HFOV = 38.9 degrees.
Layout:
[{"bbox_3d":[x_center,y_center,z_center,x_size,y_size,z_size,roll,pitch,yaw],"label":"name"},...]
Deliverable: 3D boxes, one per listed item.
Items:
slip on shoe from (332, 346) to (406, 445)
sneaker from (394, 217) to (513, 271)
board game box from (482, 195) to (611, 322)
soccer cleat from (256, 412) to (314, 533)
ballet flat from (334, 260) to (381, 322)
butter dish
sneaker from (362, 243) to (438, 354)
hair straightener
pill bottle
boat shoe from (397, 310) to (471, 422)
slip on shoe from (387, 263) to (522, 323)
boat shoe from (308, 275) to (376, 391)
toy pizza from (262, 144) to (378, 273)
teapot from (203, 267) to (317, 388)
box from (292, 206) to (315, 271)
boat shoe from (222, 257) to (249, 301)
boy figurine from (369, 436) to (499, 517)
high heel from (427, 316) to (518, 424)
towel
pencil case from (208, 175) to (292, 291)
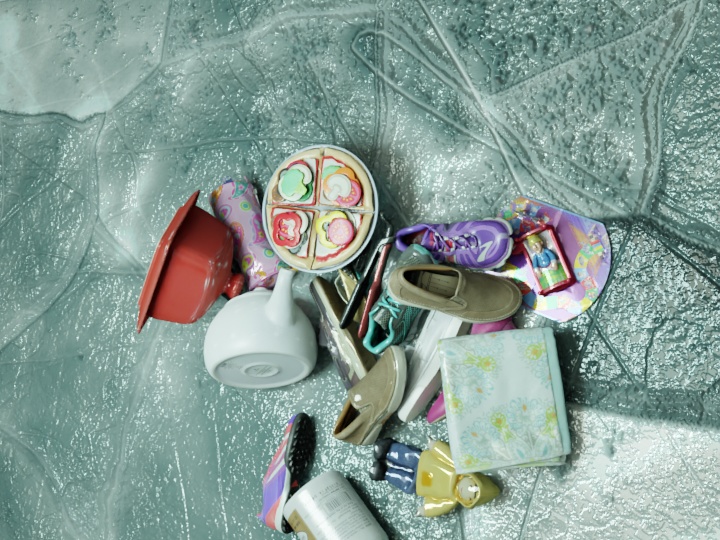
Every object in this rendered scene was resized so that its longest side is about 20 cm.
[{"bbox_3d":[0.013,0.194,1.560,0.076,0.060,0.200,-103,28,-42],"label":"slip on shoe"},{"bbox_3d":[0.137,-0.039,1.531,0.200,0.083,0.081,-3,87,39],"label":"sneaker"},{"bbox_3d":[0.263,-0.018,1.496,0.200,0.039,0.158,24,98,29],"label":"board game box"},{"bbox_3d":[-0.127,0.329,1.682,0.073,0.068,0.201,11,94,34],"label":"soccer cleat"},{"bbox_3d":[-0.026,-0.009,1.646,0.063,0.069,0.200,-34,70,31],"label":"ballet flat"},{"bbox_3d":[-0.262,0.002,1.661,0.148,0.200,0.200,21,120,-6],"label":"butter dish"},{"bbox_3d":[0.058,0.052,1.543,0.078,0.091,0.200,33,128,22],"label":"sneaker"},{"bbox_3d":[0.000,0.000,1.576,0.077,0.041,0.201,20,105,22],"label":"hair straightener"},{"bbox_3d":[-0.022,0.422,1.585,0.114,0.114,0.200,-47,66,18],"label":"pill bottle"},{"bbox_3d":[0.098,0.133,1.559,0.068,0.072,0.200,30,101,24],"label":"boat shoe"},{"bbox_3d":[0.141,0.027,1.469,0.199,0.061,0.076,12,69,-7],"label":"slip on shoe"},{"bbox_3d":[-0.039,0.104,1.643,0.065,0.072,0.200,-33,77,18],"label":"boat shoe"},{"bbox_3d":[-0.067,-0.096,1.572,0.200,0.032,0.201,-2,86,24],"label":"toy pizza"},{"bbox_3d":[-0.164,0.099,1.663,0.199,0.197,0.146,-13,62,15],"label":"teapot"},{"bbox_3d":[-0.082,-0.100,1.659,0.041,0.119,0.201,0,87,-14],"label":"box"},{"bbox_3d":[-0.253,-0.014,1.777,0.075,0.062,0.200,-42,68,18],"label":"boat shoe"},{"bbox_3d":[0.112,0.320,1.546,0.200,0.064,0.125,15,91,33],"label":"boy figurine"},{"bbox_3d":[0.153,0.137,1.527,0.200,0.067,0.096,-46,76,14],"label":"high heel"},{"bbox_3d":[0.206,0.188,1.467,0.171,0.048,0.201,-7,88,2],"label":"towel"},{"bbox_3d":[-0.188,-0.061,1.731,0.087,0.087,0.200,-34,70,23],"label":"pencil case"}]
